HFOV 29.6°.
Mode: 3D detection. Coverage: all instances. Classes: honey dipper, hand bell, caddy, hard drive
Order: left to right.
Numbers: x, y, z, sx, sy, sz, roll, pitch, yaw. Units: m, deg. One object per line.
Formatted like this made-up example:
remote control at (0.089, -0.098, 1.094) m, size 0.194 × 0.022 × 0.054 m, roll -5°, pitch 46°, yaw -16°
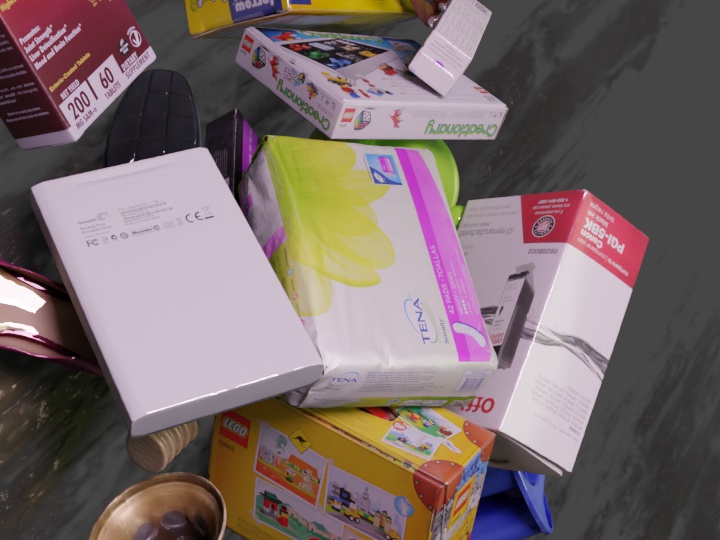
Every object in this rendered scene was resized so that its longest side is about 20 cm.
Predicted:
hard drive at (-0.124, 0.008, 0.900) m, size 0.131 × 0.027 × 0.201 m, roll -15°, pitch 54°, yaw -24°
hand bell at (-0.119, 0.255, 1.017) m, size 0.105 × 0.103 × 0.201 m, roll -60°, pitch 144°, yaw -39°
honey dipper at (-0.114, 0.089, 1.069) m, size 0.200 × 0.038 × 0.038 m, roll -45°, pitch 122°, yaw -52°
caddy at (0.115, 0.151, 1.200) m, size 0.201 × 0.104 × 0.142 m, roll -101°, pitch 166°, yaw -56°

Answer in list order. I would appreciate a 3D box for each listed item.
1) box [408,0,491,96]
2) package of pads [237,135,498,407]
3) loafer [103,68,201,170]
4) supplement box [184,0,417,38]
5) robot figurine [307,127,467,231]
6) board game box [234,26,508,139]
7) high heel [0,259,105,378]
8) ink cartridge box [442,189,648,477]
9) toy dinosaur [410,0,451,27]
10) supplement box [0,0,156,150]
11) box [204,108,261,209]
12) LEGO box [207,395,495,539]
box at (0.078, -0.197, 1.154) m, size 0.041 × 0.039 × 0.200 m, roll 35°, pitch 23°, yaw -5°
package of pads at (0.000, 0.000, 0.979) m, size 0.153 × 0.068 × 0.202 m, roll 2°, pitch 57°, yaw -30°
loafer at (-0.153, -0.050, 1.012) m, size 0.072 × 0.072 × 0.203 m, roll 98°, pitch -6°, yaw -71°
supplement box at (-0.046, -0.257, 1.131) m, size 0.199 × 0.108 × 0.111 m, roll -14°, pitch 96°, yaw -54°
robot figurine at (0.018, -0.078, 1.179) m, size 0.176 × 0.116 × 0.200 m, roll 51°, pitch 14°, yaw 13°
board game box at (0.012, -0.150, 1.102) m, size 0.199 × 0.126 × 0.035 m, roll -5°, pitch 127°, yaw -45°
high heel at (-0.209, 0.024, 0.883) m, size 0.199 × 0.095 × 0.068 m, roll 25°, pitch 67°, yaw -51°
ink cartridge box at (0.122, 0.047, 1.068) m, size 0.082 × 0.146 × 0.202 m, roll 32°, pitch 71°, yaw -30°
toy dinosaur at (0.002, -0.269, 1.067) m, size 0.181 × 0.200 × 0.105 m, roll 36°, pitch 66°, yaw -4°
supplement box at (-0.230, -0.195, 0.910) m, size 0.109 × 0.060 × 0.201 m, roll -56°, pitch 129°, yaw -40°
box at (-0.062, -0.013, 1.101) m, size 0.201 × 0.036 × 0.144 m, roll 53°, pitch 20°, yaw -35°
LEGO box at (-0.015, 0.153, 1.019) m, size 0.077 × 0.198 × 0.150 m, roll -35°, pitch 143°, yaw -49°
